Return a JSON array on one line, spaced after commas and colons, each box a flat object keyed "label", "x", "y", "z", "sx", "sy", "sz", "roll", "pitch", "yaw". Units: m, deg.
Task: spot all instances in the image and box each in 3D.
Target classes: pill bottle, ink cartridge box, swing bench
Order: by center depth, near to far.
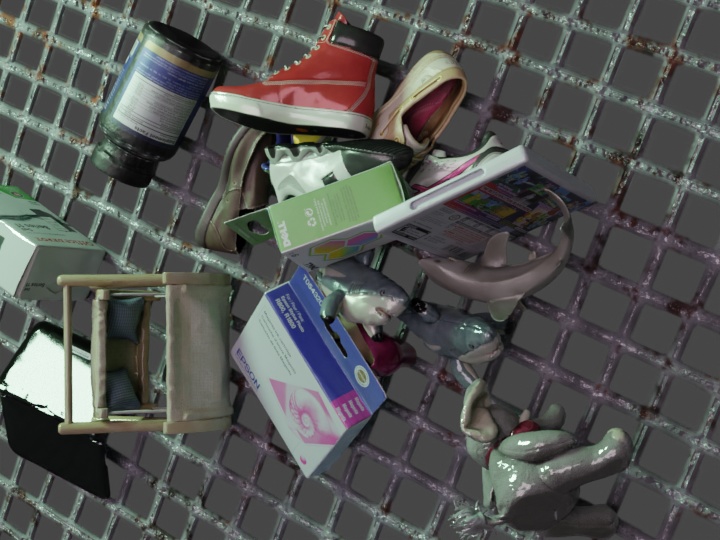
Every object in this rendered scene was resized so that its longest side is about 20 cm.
[{"label": "ink cartridge box", "x": -0.038, "y": -0.049, "z": 1.362, "sx": 0.200, "sy": 0.104, "sz": 0.059, "roll": -19, "pitch": 75, "yaw": 10}, {"label": "ink cartridge box", "x": -0.069, "y": 0.124, "z": 1.473, "sx": 0.196, "sy": 0.043, "sz": 0.200, "roll": 57, "pitch": 144, "yaw": 19}, {"label": "swing bench", "x": -0.267, "y": 0.104, "z": 1.555, "sx": 0.200, "sy": 0.130, "sz": 0.199, "roll": -2, "pitch": 88, "yaw": 8}, {"label": "pill bottle", "x": -0.273, "y": -0.214, "z": 1.604, "sx": 0.112, "sy": 0.112, "sz": 0.200, "roll": 37, "pitch": 107, "yaw": 25}, {"label": "ink cartridge box", "x": -0.475, "y": -0.042, "z": 1.695, "sx": 0.200, "sy": 0.147, "sz": 0.083, "roll": 33, "pitch": 103, "yaw": 25}]

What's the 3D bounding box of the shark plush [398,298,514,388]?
[{"label": "shark plush", "x": 0.090, "y": 0.049, "z": 1.406, "sx": 0.091, "sy": 0.083, "sz": 0.200, "roll": -50, "pitch": 51, "yaw": -1}]

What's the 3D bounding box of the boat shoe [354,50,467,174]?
[{"label": "boat shoe", "x": 0.054, "y": -0.162, "z": 1.432, "sx": 0.200, "sy": 0.074, "sz": 0.069, "roll": -56, "pitch": 32, "yaw": 16}]

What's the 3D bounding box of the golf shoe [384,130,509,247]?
[{"label": "golf shoe", "x": 0.090, "y": -0.089, "z": 1.425, "sx": 0.200, "sy": 0.073, "sz": 0.092, "roll": -23, "pitch": 73, "yaw": 22}]

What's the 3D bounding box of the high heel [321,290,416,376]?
[{"label": "high heel", "x": -0.032, "y": 0.069, "z": 1.472, "sx": 0.200, "sy": 0.096, "sz": 0.067, "roll": 19, "pitch": 98, "yaw": 28}]

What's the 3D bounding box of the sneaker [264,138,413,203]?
[{"label": "sneaker", "x": -0.020, "y": -0.106, "z": 1.415, "sx": 0.200, "sy": 0.074, "sz": 0.089, "roll": 1, "pitch": 101, "yaw": 39}]

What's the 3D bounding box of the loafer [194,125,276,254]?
[{"label": "loafer", "x": -0.139, "y": -0.107, "z": 1.559, "sx": 0.071, "sy": 0.073, "sz": 0.200, "roll": 29, "pitch": 108, "yaw": 16}]

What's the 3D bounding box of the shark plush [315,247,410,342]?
[{"label": "shark plush", "x": 0.000, "y": 0.000, "z": 1.427, "sx": 0.083, "sy": 0.091, "sz": 0.200, "roll": -50, "pitch": 30, "yaw": 21}]

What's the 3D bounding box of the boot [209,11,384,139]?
[{"label": "boot", "x": -0.074, "y": -0.236, "z": 1.448, "sx": 0.200, "sy": 0.072, "sz": 0.144, "roll": 7, "pitch": 83, "yaw": 13}]

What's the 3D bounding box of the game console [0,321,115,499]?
[{"label": "game console", "x": -0.404, "y": 0.193, "z": 1.722, "sx": 0.200, "sy": 0.116, "sz": 0.176, "roll": 19, "pitch": 68, "yaw": 27}]

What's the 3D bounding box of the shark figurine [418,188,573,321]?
[{"label": "shark figurine", "x": 0.171, "y": 0.010, "z": 1.321, "sx": 0.128, "sy": 0.090, "sz": 0.214, "roll": 44, "pitch": 136, "yaw": -20}]

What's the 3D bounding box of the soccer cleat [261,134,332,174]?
[{"label": "soccer cleat", "x": -0.059, "y": -0.196, "z": 1.495, "sx": 0.200, "sy": 0.084, "sz": 0.065, "roll": -68, "pitch": 26, "yaw": 12}]

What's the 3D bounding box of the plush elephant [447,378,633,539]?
[{"label": "plush elephant", "x": 0.180, "y": 0.203, "z": 1.332, "sx": 0.200, "sy": 0.165, "sz": 0.155, "roll": -12, "pitch": 44, "yaw": -1}]

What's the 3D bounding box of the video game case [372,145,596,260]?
[{"label": "video game case", "x": 0.137, "y": -0.067, "z": 1.320, "sx": 0.182, "sy": 0.200, "sz": 0.023, "roll": -25, "pitch": 69, "yaw": 25}]
